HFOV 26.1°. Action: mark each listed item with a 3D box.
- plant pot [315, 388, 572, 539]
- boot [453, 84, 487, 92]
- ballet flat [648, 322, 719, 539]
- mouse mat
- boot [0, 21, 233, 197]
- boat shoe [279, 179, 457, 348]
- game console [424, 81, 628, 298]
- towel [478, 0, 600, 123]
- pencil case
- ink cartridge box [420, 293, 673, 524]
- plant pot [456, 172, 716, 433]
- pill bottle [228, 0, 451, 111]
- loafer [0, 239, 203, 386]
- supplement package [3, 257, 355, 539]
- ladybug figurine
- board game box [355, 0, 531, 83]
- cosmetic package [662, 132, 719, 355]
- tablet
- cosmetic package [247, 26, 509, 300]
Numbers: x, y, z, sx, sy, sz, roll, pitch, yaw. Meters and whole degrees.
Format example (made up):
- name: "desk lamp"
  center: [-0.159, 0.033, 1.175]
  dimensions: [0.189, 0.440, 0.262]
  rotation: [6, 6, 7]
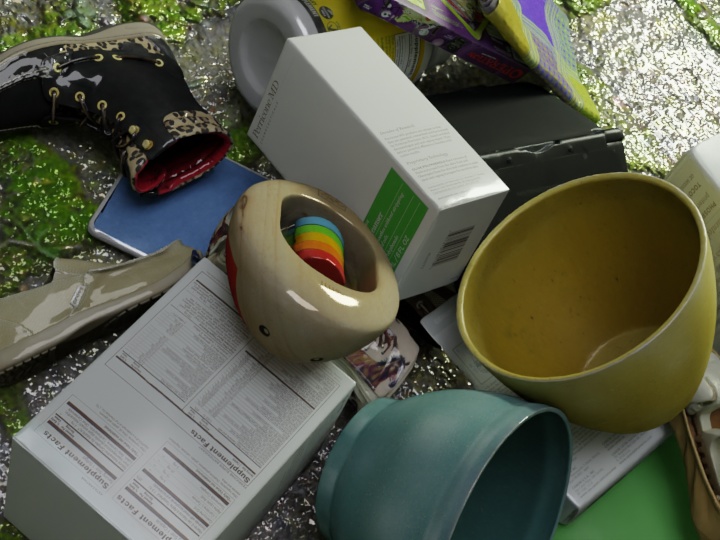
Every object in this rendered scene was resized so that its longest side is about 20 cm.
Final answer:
- name: "plant pot"
  center: [0.051, 0.172, 1.159]
  dimensions: [0.134, 0.201, 0.200]
  rotation: [21, 53, 28]
- name: "boot"
  center: [0.091, -0.100, 1.391]
  dimensions: [0.199, 0.070, 0.132]
  rotation: [-6, 60, -32]
- name: "ballet flat"
  center: [0.287, 0.124, 1.260]
  dimensions: [0.068, 0.063, 0.201]
  rotation: [-8, 79, -28]
- name: "mouse mat"
  center: [0.228, 0.181, 1.297]
  dimensions: [0.199, 0.008, 0.161]
  rotation: [3, 60, -15]
- name: "boot"
  center: [-0.218, -0.126, 1.293]
  dimensions: [0.200, 0.073, 0.151]
  rotation: [-20, 57, -33]
- name: "boat shoe"
  center: [0.002, -0.001, 1.290]
  dimensions: [0.202, 0.075, 0.075]
  rotation: [28, 70, -9]
- name: "game console"
  center: [0.121, -0.072, 1.329]
  dimensions: [0.200, 0.116, 0.177]
  rotation: [-13, 95, -33]
- name: "towel"
  center: [0.154, -0.231, 1.417]
  dimensions: [0.200, 0.023, 0.144]
  rotation: [40, 31, -42]
- name: "pencil case"
  center: [-0.039, 0.030, 1.234]
  dimensions: [0.200, 0.078, 0.090]
  rotation: [45, 37, -9]
- name: "ink cartridge box"
  center: [0.164, 0.087, 1.301]
  dimensions: [0.162, 0.057, 0.200]
  rotation: [-34, 73, -29]
- name: "plant pot"
  center: [0.194, 0.045, 1.206]
  dimensions: [0.200, 0.142, 0.200]
  rotation: [-20, 42, 19]
- name: "pill bottle"
  center: [-0.010, -0.205, 1.377]
  dimensions: [0.200, 0.113, 0.113]
  rotation: [-20, 68, -41]
- name: "loafer"
  center: [-0.215, 0.018, 1.219]
  dimensions: [0.200, 0.076, 0.068]
  rotation: [-28, 83, -27]
- name: "supplement package"
  center: [-0.134, 0.131, 1.134]
  dimensions: [0.151, 0.152, 0.200]
  rotation: [39, 58, 8]
- name: "ladybug figurine"
  center: [-0.041, 0.003, 1.115]
  dimensions: [0.136, 0.072, 0.200]
  rotation: [30, 23, -12]
- name: "board game box"
  center: [0.064, -0.246, 1.360]
  dimensions: [0.200, 0.032, 0.120]
  rotation: [19, 50, -41]
- name: "cosmetic package"
  center: [0.366, -0.018, 1.358]
  dimensions: [0.167, 0.166, 0.200]
  rotation: [-28, 73, -28]
- name: "tablet"
  center: [-0.116, -0.036, 1.318]
  dimensions: [0.200, 0.014, 0.130]
  rotation: [27, 57, -1]
- name: "cosmetic package"
  center: [0.010, -0.086, 1.223]
  dimensions: [0.085, 0.108, 0.200]
  rotation: [-18, 56, -41]
